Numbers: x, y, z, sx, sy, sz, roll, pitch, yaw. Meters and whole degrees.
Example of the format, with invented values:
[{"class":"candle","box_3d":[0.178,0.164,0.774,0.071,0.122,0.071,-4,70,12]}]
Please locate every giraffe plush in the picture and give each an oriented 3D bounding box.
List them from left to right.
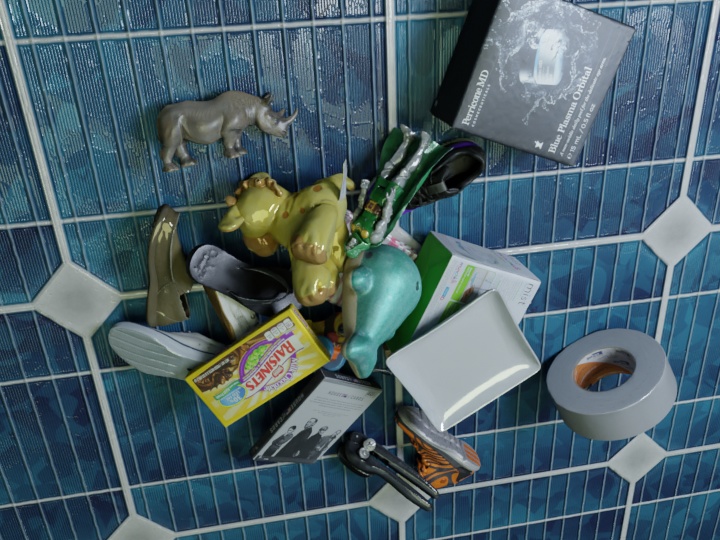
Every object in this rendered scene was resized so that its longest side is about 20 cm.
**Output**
[{"class":"giraffe plush","box_3d":[-0.105,-0.065,0.904,0.161,0.173,0.201,9,104,10]}]

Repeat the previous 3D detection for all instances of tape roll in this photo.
[{"class":"tape roll","box_3d":[0.424,0.190,1.104,0.200,0.200,0.066,-30,115,4]}]

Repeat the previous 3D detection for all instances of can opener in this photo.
[{"class":"can opener","box_3d":[0.054,0.356,1.161,0.199,0.064,0.079,29,151,6]}]

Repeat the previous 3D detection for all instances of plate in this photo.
[{"class":"plate","box_3d":[0.161,0.139,1.009,0.200,0.032,0.200,-34,123,4]}]

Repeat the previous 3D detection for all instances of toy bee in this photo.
[{"class":"toy bee","box_3d":[-0.043,0.105,1.032,0.199,0.131,0.109,7,75,4]}]

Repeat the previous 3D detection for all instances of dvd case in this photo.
[{"class":"dvd case","box_3d":[-0.073,0.253,1.097,0.150,0.025,0.200,23,113,-47]}]

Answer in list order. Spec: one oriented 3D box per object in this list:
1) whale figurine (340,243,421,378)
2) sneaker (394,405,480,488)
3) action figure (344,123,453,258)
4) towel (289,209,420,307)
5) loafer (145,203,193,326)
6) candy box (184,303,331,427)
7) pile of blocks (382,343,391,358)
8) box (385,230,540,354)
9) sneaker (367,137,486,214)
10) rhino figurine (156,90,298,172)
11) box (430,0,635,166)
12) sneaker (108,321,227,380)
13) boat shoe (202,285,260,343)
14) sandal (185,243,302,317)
[{"class":"whale figurine","box_3d":[0.029,0.054,0.937,0.103,0.201,0.159,-3,139,23]},{"class":"sneaker","box_3d":[0.116,0.335,1.181,0.200,0.078,0.112,40,111,-15]},{"class":"action figure","box_3d":[0.034,-0.105,0.912,0.055,0.118,0.201,28,91,-45]},{"class":"towel","box_3d":[0.000,0.000,1.030,0.199,0.030,0.147,28,107,-21]},{"class":"loafer","box_3d":[-0.277,-0.005,0.955,0.067,0.076,0.201,5,123,-14]},{"class":"candy box","box_3d":[-0.152,0.143,0.965,0.200,0.026,0.102,-34,106,11]},{"class":"pile of blocks","box_3d":[0.124,0.185,1.121,0.199,0.062,0.082,22,109,-19]},{"class":"box","box_3d":[0.159,0.063,1.040,0.176,0.097,0.201,14,112,-25]},{"class":"sneaker","box_3d":[0.095,-0.129,0.948,0.199,0.100,0.070,-30,114,3]},{"class":"rhino figurine","box_3d":[-0.181,-0.198,0.887,0.199,0.060,0.088,-14,106,-8]},{"class":"box","box_3d":[0.231,-0.273,0.900,0.199,0.118,0.198,13,111,-15]},{"class":"sneaker","box_3d":[-0.289,0.125,1.013,0.199,0.071,0.073,24,115,-9]},{"class":"boat shoe","box_3d":[-0.190,0.046,0.999,0.069,0.071,0.201,-30,124,-19]},{"class":"sandal","box_3d":[-0.157,0.022,0.942,0.199,0.043,0.077,20,84,-36]}]
